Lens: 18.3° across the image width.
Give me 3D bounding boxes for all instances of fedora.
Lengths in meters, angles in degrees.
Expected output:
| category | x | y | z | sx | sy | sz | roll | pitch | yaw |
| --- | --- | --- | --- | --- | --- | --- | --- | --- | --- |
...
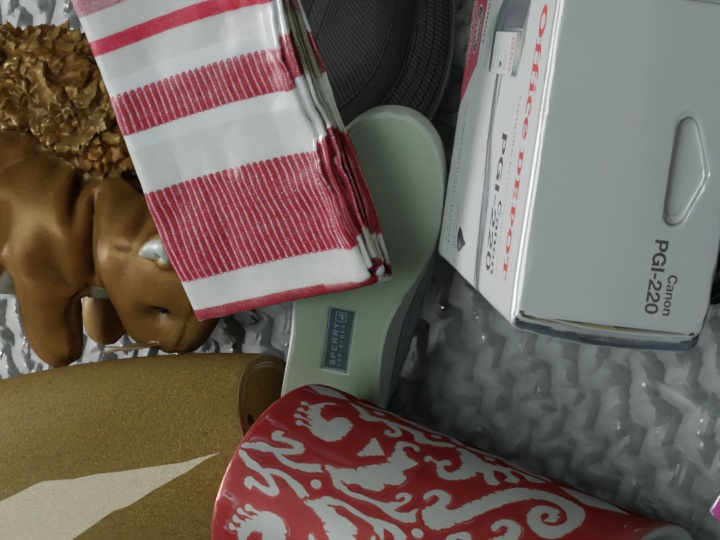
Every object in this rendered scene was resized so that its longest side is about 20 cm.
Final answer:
| category | x | y | z | sx | sy | sz | roll | pitch | yaw |
| --- | --- | --- | --- | --- | --- | --- | --- | --- | --- |
| fedora | -0.045 | -0.142 | 1.118 | 0.176 | 0.090 | 0.202 | -6 | 73 | 11 |

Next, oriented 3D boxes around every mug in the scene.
| category | x | y | z | sx | sy | sz | roll | pitch | yaw |
| --- | --- | --- | --- | --- | --- | --- | --- | --- | --- |
| mug | 0.027 | 0.158 | 1.037 | 0.199 | 0.133 | 0.178 | 25 | 81 | 31 |

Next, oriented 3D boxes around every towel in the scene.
| category | x | y | z | sx | sy | sz | roll | pitch | yaw |
| --- | --- | --- | --- | --- | --- | --- | --- | --- | --- |
| towel | -0.070 | -0.077 | 1.068 | 0.144 | 0.023 | 0.201 | -11 | 103 | 46 |

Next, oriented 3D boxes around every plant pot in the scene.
| category | x | y | z | sx | sy | sz | roll | pitch | yaw |
| --- | --- | --- | --- | --- | --- | --- | --- | --- | --- |
| plant pot | -0.116 | 0.122 | 1.197 | 0.199 | 0.186 | 0.188 | -23 | 75 | 26 |

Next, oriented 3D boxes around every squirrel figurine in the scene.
| category | x | y | z | sx | sy | sz | roll | pitch | yaw |
| --- | --- | --- | --- | --- | --- | --- | --- | --- | --- |
| squirrel figurine | -0.146 | -0.044 | 1.236 | 0.186 | 0.141 | 0.202 | 13 | 102 | 36 |

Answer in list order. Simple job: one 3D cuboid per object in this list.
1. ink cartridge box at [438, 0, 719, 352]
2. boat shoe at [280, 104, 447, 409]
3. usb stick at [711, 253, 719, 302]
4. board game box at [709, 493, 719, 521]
| category | x | y | z | sx | sy | sz | roll | pitch | yaw |
| --- | --- | --- | --- | --- | --- | --- | --- | --- | --- |
| ink cartridge box | 0.096 | -0.056 | 0.968 | 0.200 | 0.084 | 0.147 | -133 | 50 | -78 |
| boat shoe | 0.001 | 0.001 | 1.123 | 0.070 | 0.072 | 0.202 | 15 | 119 | 4 |
| usb stick | 0.203 | -0.057 | 0.963 | 0.200 | 0.032 | 0.056 | -43 | 56 | 35 |
| board game box | 0.252 | 0.056 | 0.892 | 0.147 | 0.064 | 0.201 | 37 | 115 | 23 |
